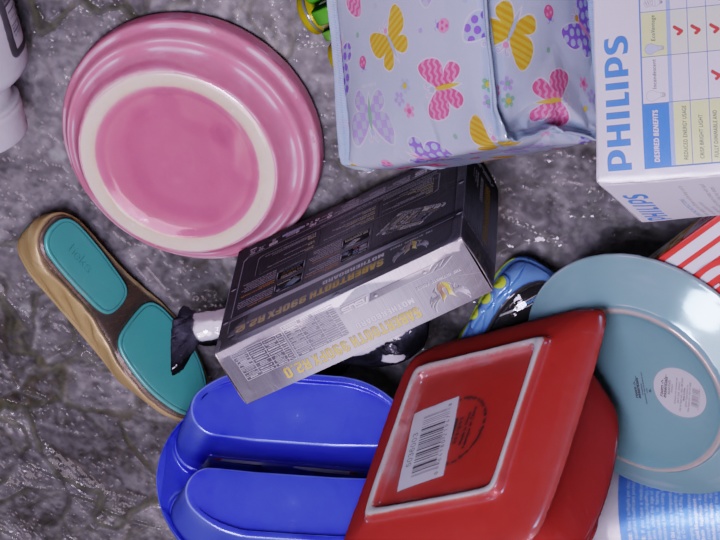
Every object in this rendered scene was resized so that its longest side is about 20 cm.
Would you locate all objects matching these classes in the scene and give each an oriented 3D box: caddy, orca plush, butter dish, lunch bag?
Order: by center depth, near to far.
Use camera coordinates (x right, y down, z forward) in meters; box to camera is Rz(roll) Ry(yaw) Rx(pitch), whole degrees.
[{"bbox_3d":[0.071,-0.173,1.602,0.169,0.127,0.201,-9,87,49],"label":"lunch bag"},{"bbox_3d":[0.110,0.149,1.711,0.199,0.200,0.148,-15,134,44],"label":"butter dish"},{"bbox_3d":[-0.052,0.153,1.811,0.199,0.142,0.105,5,157,-5],"label":"caddy"},{"bbox_3d":[-0.042,0.065,1.817,0.199,0.105,0.071,-9,116,4],"label":"orca plush"}]

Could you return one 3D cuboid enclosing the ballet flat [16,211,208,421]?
[{"bbox_3d":[-0.192,0.036,1.889,0.063,0.069,0.200,-13,118,54],"label":"ballet flat"}]

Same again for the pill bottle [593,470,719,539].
[{"bbox_3d":[0.236,0.182,1.820,0.199,0.112,0.112,-6,119,18],"label":"pill bottle"}]

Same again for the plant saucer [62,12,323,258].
[{"bbox_3d":[-0.129,-0.090,1.790,0.200,0.051,0.201,7,122,12],"label":"plant saucer"}]

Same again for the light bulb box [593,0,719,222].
[{"bbox_3d":[0.257,-0.143,1.549,0.199,0.125,0.199,-4,78,18],"label":"light bulb box"}]

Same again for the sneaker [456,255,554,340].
[{"bbox_3d":[0.102,0.082,1.820,0.083,0.071,0.200,31,121,3],"label":"sneaker"}]

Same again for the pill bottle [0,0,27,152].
[{"bbox_3d":[-0.303,-0.181,1.745,0.110,0.111,0.200,-3,120,17],"label":"pill bottle"}]

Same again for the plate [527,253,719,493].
[{"bbox_3d":[0.200,0.080,1.713,0.200,0.026,0.201,20,130,26],"label":"plate"}]

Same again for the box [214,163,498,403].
[{"bbox_3d":[0.000,0.000,1.726,0.200,0.159,0.048,-26,113,16],"label":"box"}]

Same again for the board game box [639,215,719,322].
[{"bbox_3d":[0.264,0.037,1.686,0.152,0.046,0.200,47,136,-1],"label":"board game box"}]

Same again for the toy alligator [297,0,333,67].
[{"bbox_3d":[-0.018,-0.190,1.685,0.059,0.054,0.200,-24,112,25],"label":"toy alligator"}]
